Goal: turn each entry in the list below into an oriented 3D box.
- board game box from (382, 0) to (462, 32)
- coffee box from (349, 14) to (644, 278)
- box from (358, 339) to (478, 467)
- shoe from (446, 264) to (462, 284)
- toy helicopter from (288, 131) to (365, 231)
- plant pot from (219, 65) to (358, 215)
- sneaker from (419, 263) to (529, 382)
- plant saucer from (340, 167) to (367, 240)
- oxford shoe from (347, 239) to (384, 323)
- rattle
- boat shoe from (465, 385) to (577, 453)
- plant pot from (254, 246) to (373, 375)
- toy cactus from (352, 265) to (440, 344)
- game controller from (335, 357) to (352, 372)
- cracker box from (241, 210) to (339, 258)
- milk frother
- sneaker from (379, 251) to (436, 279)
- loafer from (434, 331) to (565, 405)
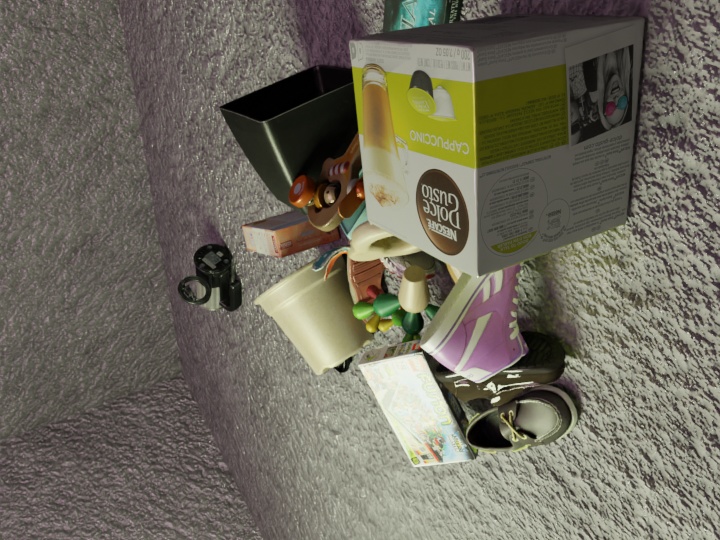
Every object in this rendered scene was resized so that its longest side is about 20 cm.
[{"bbox_3d":[0.073,-0.297,0.861,0.135,0.028,0.203,47,145,41],"label":"board game box"},{"bbox_3d":[0.128,-0.137,0.651,0.199,0.197,0.202,32,134,54],"label":"coffee box"},{"bbox_3d":[0.088,0.198,0.960,0.108,0.035,0.202,-16,113,30],"label":"box"},{"bbox_3d":[0.137,-0.054,0.835,0.053,0.069,0.204,148,106,-72],"label":"shoe"},{"bbox_3d":[-0.013,-0.149,0.946,0.202,0.078,0.132,-60,36,6],"label":"toy helicopter"},{"bbox_3d":[-0.086,-0.210,1.071,0.199,0.197,0.180,32,145,53],"label":"plant pot"},{"bbox_3d":[0.170,0.038,0.782,0.113,0.202,0.073,34,-176,-2],"label":"sneaker"},{"bbox_3d":[0.021,-0.138,0.968,0.201,0.019,0.070,-55,45,27],"label":"plant saucer"},{"bbox_3d":[0.000,0.000,1.141,0.074,0.070,0.203,49,150,48],"label":"oxford shoe"},{"bbox_3d":[0.015,-0.079,0.913,0.198,0.129,0.146,-15,90,38],"label":"rattle"},{"bbox_3d":[0.208,0.205,0.866,0.073,0.060,0.201,65,154,13],"label":"boat shoe"},{"bbox_3d":[-0.073,0.086,1.246,0.185,0.199,0.200,58,154,1],"label":"plant pot"},{"bbox_3d":[0.084,0.057,0.942,0.197,0.103,0.167,24,143,23],"label":"toy cactus"},{"bbox_3d":[-0.076,0.143,1.429,0.199,0.041,0.106,29,131,55],"label":"game controller"},{"bbox_3d":[-0.144,-0.077,1.320,0.199,0.132,0.059,12,118,62],"label":"cracker box"},{"bbox_3d":[-0.481,0.058,2.020,0.181,0.197,0.190,51,148,29],"label":"milk frother"},{"bbox_3d":[0.056,-0.073,0.982,0.202,0.077,0.083,62,151,21],"label":"sneaker"},{"bbox_3d":[0.187,0.132,0.844,0.199,0.073,0.072,-17,113,52],"label":"loafer"}]
